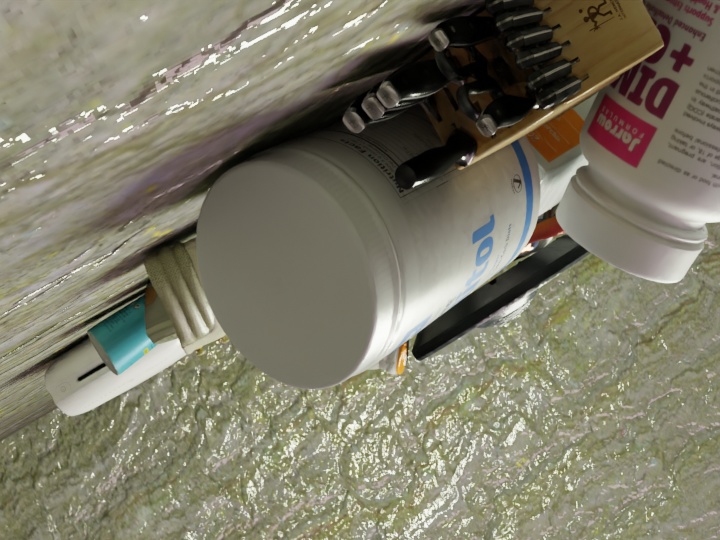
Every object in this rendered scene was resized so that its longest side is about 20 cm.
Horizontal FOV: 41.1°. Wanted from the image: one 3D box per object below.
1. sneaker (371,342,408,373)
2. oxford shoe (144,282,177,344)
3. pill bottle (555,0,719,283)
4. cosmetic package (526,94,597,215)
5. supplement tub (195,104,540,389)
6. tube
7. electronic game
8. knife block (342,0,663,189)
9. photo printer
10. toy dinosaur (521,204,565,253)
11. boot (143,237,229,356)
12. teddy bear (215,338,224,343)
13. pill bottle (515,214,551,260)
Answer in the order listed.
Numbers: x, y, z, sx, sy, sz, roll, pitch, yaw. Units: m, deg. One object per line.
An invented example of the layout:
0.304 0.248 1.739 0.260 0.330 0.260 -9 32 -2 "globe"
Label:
0.000 0.000 0.954 0.090 0.204 0.076 -2 165 7 "sneaker"
-0.111 0.007 0.882 0.197 0.059 0.075 -21 174 -28 "oxford shoe"
0.206 -0.102 0.596 0.113 0.112 0.203 -30 146 -60 "pill bottle"
0.154 -0.122 0.722 0.199 0.102 0.072 -31 160 -33 "cosmetic package"
0.013 -0.028 0.576 0.131 0.133 0.199 -29 -178 42 "supplement tub"
-0.167 0.021 0.926 0.199 0.051 0.077 -38 -166 -21 "tube"
0.133 0.027 0.903 0.198 0.042 0.200 -33 175 -3 "electronic game"
0.068 -0.100 0.535 0.174 0.065 0.200 -30 -179 -6 "knife block"
-0.263 0.094 1.096 0.165 0.070 0.200 -30 -179 0 "photo printer"
0.129 -0.025 0.808 0.103 0.204 0.182 7 -164 -17 "toy dinosaur"
-0.069 0.018 0.732 0.153 0.073 0.201 -28 146 -6 "boot"
-0.120 0.014 1.027 0.145 0.067 0.200 -43 -179 31 "teddy bear"
0.133 -0.060 0.994 0.112 0.114 0.199 -30 -176 -41 "pill bottle"
